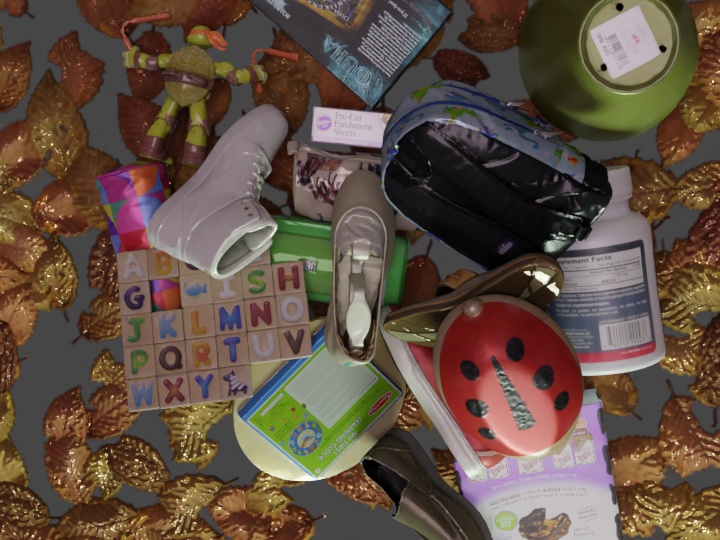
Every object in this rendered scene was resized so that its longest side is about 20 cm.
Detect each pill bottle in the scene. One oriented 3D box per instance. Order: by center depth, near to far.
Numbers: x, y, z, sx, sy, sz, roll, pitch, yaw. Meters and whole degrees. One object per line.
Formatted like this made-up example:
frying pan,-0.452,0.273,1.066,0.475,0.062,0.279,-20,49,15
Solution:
pill bottle,0.245,-0.002,1.219,0.119,0.120,0.202,-8,97,7

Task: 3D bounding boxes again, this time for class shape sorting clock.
shape sorting clock,-0.043,0.139,1.274,0.198,0.039,0.202,-8,113,-18

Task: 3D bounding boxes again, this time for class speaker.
speaker,-0.051,-0.011,1.268,0.198,0.088,0.089,8,99,5

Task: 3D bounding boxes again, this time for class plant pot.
plant pot,0.249,-0.216,1.146,0.185,0.200,0.189,1,99,6

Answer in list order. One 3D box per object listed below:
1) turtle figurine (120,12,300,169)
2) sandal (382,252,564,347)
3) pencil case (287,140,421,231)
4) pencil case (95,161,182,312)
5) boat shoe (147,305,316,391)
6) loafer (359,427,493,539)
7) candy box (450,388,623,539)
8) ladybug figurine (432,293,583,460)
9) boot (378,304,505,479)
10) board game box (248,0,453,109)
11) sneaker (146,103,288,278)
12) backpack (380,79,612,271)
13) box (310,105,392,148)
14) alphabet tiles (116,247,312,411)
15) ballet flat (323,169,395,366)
turtle figurine,-0.172,-0.191,1.252,0.198,0.064,0.163,11,88,2
sandal,0.110,0.024,1.146,0.199,0.054,0.080,-28,133,34
pencil case,0.019,-0.091,1.250,0.198,0.078,0.090,7,119,5
pencil case,-0.232,-0.018,1.288,0.088,0.088,0.202,-11,96,8
boat shoe,-0.145,0.074,1.274,0.201,0.075,0.087,-21,62,-6
loafer,0.067,0.259,1.259,0.200,0.069,0.076,48,138,33
candy box,0.193,0.245,1.285,0.166,0.072,0.202,-10,97,7
ladybug figurine,0.143,0.109,1.118,0.135,0.072,0.201,-27,120,12
boot,0.117,0.094,1.228,0.144,0.072,0.201,-35,83,1
board game box,-0.019,-0.287,1.252,0.200,0.028,0.135,41,101,-1
sneaker,-0.114,-0.077,1.218,0.115,0.074,0.200,29,70,30
backpack,0.112,-0.092,1.129,0.199,0.155,0.163,16,135,-23
box,0.047,-0.147,1.259,0.198,0.039,0.042,7,97,5
alphabet tiles,-0.151,0.052,1.221,0.198,0.008,0.169,-8,81,6
ballet flat,0.000,0.000,1.188,0.069,0.069,0.202,4,96,6
